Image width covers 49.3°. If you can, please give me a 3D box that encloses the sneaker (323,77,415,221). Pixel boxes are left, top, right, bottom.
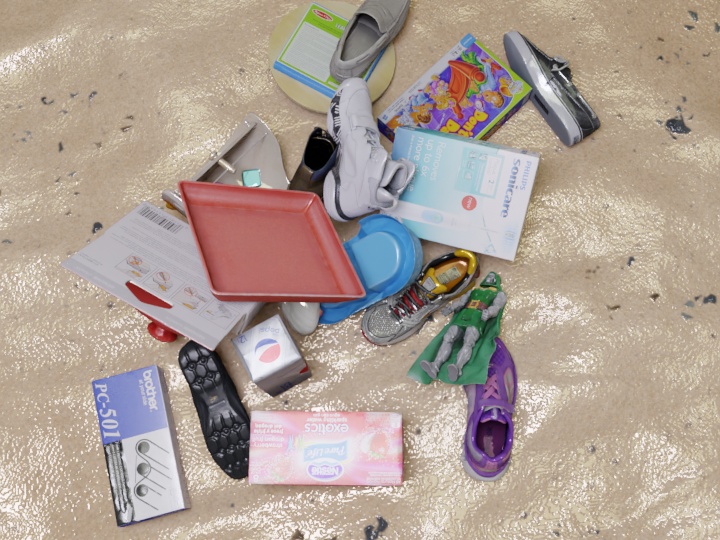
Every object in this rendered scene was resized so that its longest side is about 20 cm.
[{"bbox_3d":[0.015,-0.166,1.052,0.115,0.075,0.201,-1,81,41],"label":"sneaker"}]

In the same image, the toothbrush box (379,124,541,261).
[{"bbox_3d":[0.139,-0.112,1.100,0.199,0.085,0.147,15,106,10],"label":"toothbrush box"}]

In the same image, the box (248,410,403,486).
[{"bbox_3d":[-0.042,0.237,1.043,0.199,0.103,0.095,0,75,1],"label":"box"}]

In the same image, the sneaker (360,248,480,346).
[{"bbox_3d":[0.082,0.030,1.104,0.200,0.082,0.078,-38,78,-7],"label":"sneaker"}]

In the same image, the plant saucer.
[{"bbox_3d":[-0.116,-0.029,0.975,0.199,0.037,0.200,2,44,-30],"label":"plant saucer"}]

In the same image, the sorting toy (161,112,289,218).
[{"bbox_3d":[-0.166,-0.093,1.136,0.180,0.107,0.200,42,55,-5],"label":"sorting toy"}]

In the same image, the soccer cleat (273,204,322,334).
[{"bbox_3d":[-0.108,-0.008,1.078,0.069,0.077,0.201,-20,79,35],"label":"soccer cleat"}]

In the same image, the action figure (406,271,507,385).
[{"bbox_3d":[0.151,0.072,1.079,0.118,0.055,0.200,4,41,33],"label":"action figure"}]

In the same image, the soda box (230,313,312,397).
[{"bbox_3d":[-0.111,0.116,1.026,0.068,0.200,0.064,-28,77,-7],"label":"soda box"}]

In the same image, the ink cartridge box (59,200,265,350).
[{"bbox_3d":[-0.221,0.013,0.927,0.200,0.045,0.176,29,35,4],"label":"ink cartridge box"}]

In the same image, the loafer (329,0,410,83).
[{"bbox_3d":[0.020,-0.370,1.185,0.070,0.070,0.200,28,76,3],"label":"loafer"}]

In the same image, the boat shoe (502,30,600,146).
[{"bbox_3d":[0.291,-0.286,1.185,0.068,0.074,0.200,-31,77,-3],"label":"boat shoe"}]

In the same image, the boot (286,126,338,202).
[{"bbox_3d":[-0.036,-0.176,1.139,0.075,0.097,0.200,30,62,1],"label":"boot"}]

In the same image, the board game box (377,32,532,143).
[{"bbox_3d":[0.142,-0.246,1.195,0.200,0.045,0.134,-44,78,-9],"label":"board game box"}]

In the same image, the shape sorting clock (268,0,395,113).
[{"bbox_3d":[-0.044,-0.334,1.228,0.199,0.039,0.201,1,76,-4],"label":"shape sorting clock"}]

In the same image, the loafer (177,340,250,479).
[{"bbox_3d":[-0.192,0.188,1.081,0.068,0.070,0.201,-22,93,-3],"label":"loafer"}]

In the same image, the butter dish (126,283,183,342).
[{"bbox_3d":[-0.247,0.032,1.083,0.199,0.200,0.148,32,103,7],"label":"butter dish"}]

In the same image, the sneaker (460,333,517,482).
[{"bbox_3d":[0.176,0.180,1.058,0.080,0.088,0.201,1,72,5],"label":"sneaker"}]

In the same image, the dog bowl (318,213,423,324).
[{"bbox_3d":[0.000,0.000,1.089,0.200,0.050,0.112,-29,76,27],"label":"dog bowl"}]

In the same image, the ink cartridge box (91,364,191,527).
[{"bbox_3d":[-0.302,0.240,1.081,0.094,0.044,0.201,-14,75,-4],"label":"ink cartridge box"}]
